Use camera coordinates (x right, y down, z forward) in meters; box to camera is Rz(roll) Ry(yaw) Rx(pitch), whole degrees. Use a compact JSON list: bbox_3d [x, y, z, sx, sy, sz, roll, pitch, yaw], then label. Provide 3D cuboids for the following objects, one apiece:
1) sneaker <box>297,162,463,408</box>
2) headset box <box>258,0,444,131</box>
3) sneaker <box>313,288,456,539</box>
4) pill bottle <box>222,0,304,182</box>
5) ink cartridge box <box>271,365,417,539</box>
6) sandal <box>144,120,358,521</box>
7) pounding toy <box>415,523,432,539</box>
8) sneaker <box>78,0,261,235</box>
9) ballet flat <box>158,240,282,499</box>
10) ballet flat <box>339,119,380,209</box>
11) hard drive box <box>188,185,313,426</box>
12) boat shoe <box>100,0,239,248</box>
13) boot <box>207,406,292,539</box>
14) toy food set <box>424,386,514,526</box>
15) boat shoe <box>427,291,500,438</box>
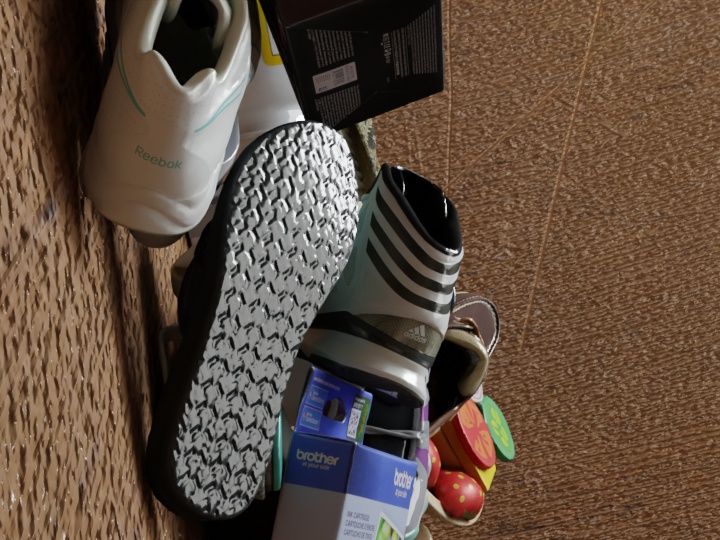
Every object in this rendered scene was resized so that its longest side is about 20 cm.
[{"bbox_3d":[0.000,0.000,0.946,0.200,0.075,0.116,16,-99,62],"label":"sneaker"},{"bbox_3d":[-0.029,-0.185,0.824,0.149,0.075,0.201,77,-8,-74],"label":"headset box"},{"bbox_3d":[0.015,0.050,1.013,0.140,0.077,0.201,115,-28,-53],"label":"sneaker"},{"bbox_3d":[-0.078,-0.157,1.078,0.112,0.112,0.201,-85,165,-88],"label":"pill bottle"},{"bbox_3d":[-0.013,0.155,0.872,0.119,0.042,0.201,35,62,-70],"label":"ink cartridge box"},{"bbox_3d":[-0.058,0.016,0.792,0.075,0.048,0.201,40,59,-36],"label":"sandal"},{"bbox_3d":[0.014,0.237,1.319,0.200,0.142,0.185,79,0,-47],"label":"pounding toy"},{"bbox_3d":[-0.071,-0.104,0.753,0.201,0.070,0.080,-89,-161,-49],"label":"sneaker"},{"bbox_3d":[-0.065,0.021,0.866,0.072,0.072,0.201,78,13,-50],"label":"ballet flat"},{"bbox_3d":[-0.012,-0.054,1.181,0.075,0.068,0.201,30,40,-60],"label":"ballet flat"},{"bbox_3d":[-0.063,0.009,1.203,0.200,0.076,0.157,-100,179,-80],"label":"hard drive box"},{"bbox_3d":[-0.098,-0.095,0.840,0.200,0.073,0.065,-90,-159,-47],"label":"boat shoe"},{"bbox_3d":[-0.046,0.136,1.005,0.200,0.077,0.139,80,-5,-46],"label":"boot"},{"bbox_3d":[0.046,0.091,1.276,0.200,0.049,0.198,60,19,-9],"label":"toy food set"},{"bbox_3d":[0.057,0.066,1.163,0.200,0.072,0.072,-34,106,-54],"label":"boat shoe"}]
